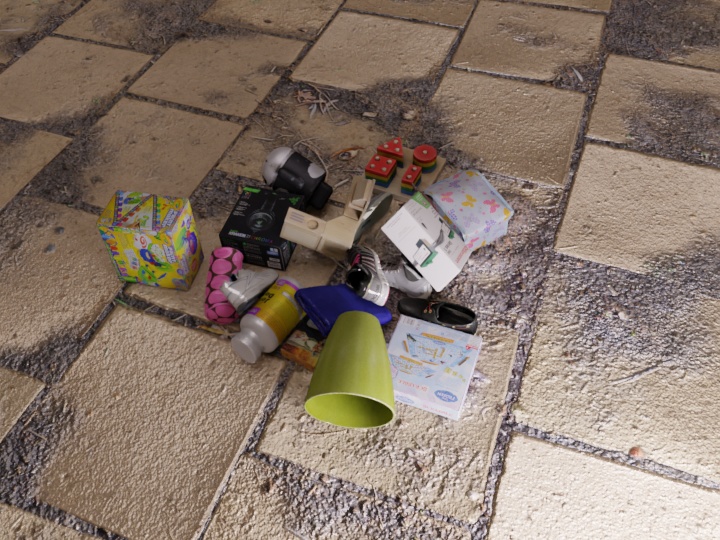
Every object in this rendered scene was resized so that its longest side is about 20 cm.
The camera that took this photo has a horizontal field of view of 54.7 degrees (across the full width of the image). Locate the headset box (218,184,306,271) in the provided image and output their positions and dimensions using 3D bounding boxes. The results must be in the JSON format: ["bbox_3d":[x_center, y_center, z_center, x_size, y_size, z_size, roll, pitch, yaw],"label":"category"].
[{"bbox_3d":[-0.245,-0.117,1.805,0.171,0.094,0.202,12,52,13],"label":"headset box"}]

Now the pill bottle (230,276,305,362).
[{"bbox_3d":[-0.205,0.114,1.593,0.103,0.105,0.200,25,53,23],"label":"pill bottle"}]

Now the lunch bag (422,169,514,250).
[{"bbox_3d":[0.268,-0.158,1.801,0.167,0.128,0.201,-26,63,-19],"label":"lunch bag"}]

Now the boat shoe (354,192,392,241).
[{"bbox_3d":[0.004,-0.153,1.844,0.071,0.071,0.200,35,62,23],"label":"boat shoe"}]

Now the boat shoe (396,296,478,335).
[{"bbox_3d":[0.178,0.097,1.621,0.198,0.064,0.074,18,54,19],"label":"boat shoe"}]

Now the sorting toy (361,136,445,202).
[{"bbox_3d":[0.118,-0.295,1.966,0.197,0.070,0.200,18,51,18],"label":"sorting toy"}]

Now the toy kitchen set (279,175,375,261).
[{"bbox_3d":[-0.074,-0.171,1.700,0.177,0.164,0.203,20,60,-6],"label":"toy kitchen set"}]

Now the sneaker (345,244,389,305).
[{"bbox_3d":[0.000,0.000,1.647,0.086,0.074,0.201,16,31,-32],"label":"sneaker"}]

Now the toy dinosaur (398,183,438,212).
[{"bbox_3d":[0.162,-0.117,1.742,0.084,0.203,0.136,-13,35,-26],"label":"toy dinosaur"}]

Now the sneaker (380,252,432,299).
[{"bbox_3d":[0.086,-0.012,1.684,0.197,0.117,0.075,21,52,20],"label":"sneaker"}]

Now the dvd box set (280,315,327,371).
[{"bbox_3d":[-0.062,0.175,1.582,0.197,0.030,0.147,24,53,23],"label":"dvd box set"}]

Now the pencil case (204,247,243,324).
[{"bbox_3d":[-0.324,0.032,1.686,0.093,0.090,0.203,-30,45,24],"label":"pencil case"}]

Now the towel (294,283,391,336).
[{"bbox_3d":[-0.041,0.088,1.599,0.197,0.050,0.148,-4,37,-42],"label":"towel"}]

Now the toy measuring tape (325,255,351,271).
[{"bbox_3d":[-0.072,-0.070,1.778,0.199,0.074,0.073,39,60,23],"label":"toy measuring tape"}]

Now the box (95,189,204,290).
[{"bbox_3d":[-0.509,-0.072,1.709,0.188,0.202,0.123,8,47,9],"label":"box"}]

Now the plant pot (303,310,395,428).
[{"bbox_3d":[-0.012,0.195,1.434,0.183,0.188,0.203,3,58,6],"label":"plant pot"}]

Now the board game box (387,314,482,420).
[{"bbox_3d":[0.149,0.208,1.534,0.196,0.042,0.201,15,51,16],"label":"board game box"}]

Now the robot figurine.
[{"bbox_3d":[-0.172,-0.244,1.879,0.198,0.151,0.126,33,57,-2],"label":"robot figurine"}]

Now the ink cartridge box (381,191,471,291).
[{"bbox_3d":[0.159,-0.070,1.634,0.200,0.084,0.146,47,29,-1],"label":"ink cartridge box"}]

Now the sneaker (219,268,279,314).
[{"bbox_3d":[-0.256,0.027,1.630,0.087,0.075,0.200,42,23,3],"label":"sneaker"}]
